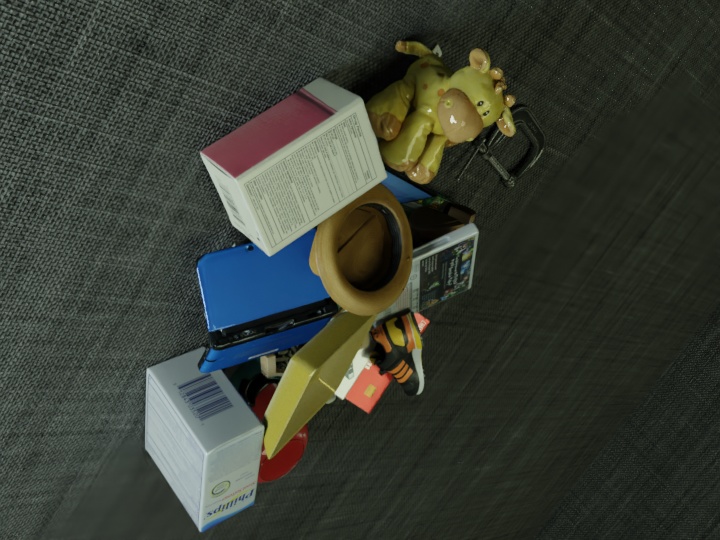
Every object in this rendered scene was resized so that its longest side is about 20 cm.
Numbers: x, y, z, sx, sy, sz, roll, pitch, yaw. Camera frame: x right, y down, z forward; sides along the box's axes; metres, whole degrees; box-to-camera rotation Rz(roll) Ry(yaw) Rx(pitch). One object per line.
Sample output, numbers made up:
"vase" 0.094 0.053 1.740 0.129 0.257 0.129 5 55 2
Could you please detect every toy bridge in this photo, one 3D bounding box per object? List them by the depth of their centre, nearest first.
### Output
"toy bridge" -0.067 0.139 1.507 0.198 0.027 0.068 -14 115 -32

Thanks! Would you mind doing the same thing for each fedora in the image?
"fedora" -0.010 -0.031 1.328 0.199 0.081 0.203 6 82 -46

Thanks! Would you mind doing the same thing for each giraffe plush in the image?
"giraffe plush" 0.126 -0.223 1.289 0.172 0.161 0.202 28 79 -43

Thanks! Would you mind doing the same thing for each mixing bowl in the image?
"mixing bowl" -0.164 0.292 1.638 0.199 0.108 0.201 -30 144 -24

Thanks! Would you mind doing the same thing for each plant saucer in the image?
"plant saucer" -0.069 0.153 1.390 0.200 0.048 0.201 -41 163 -51

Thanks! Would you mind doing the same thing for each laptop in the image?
"laptop" -0.008 -0.069 1.415 0.177 0.103 0.201 20 102 -55

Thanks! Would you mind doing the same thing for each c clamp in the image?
"c clamp" 0.252 -0.203 1.650 0.172 0.027 0.199 -56 146 7

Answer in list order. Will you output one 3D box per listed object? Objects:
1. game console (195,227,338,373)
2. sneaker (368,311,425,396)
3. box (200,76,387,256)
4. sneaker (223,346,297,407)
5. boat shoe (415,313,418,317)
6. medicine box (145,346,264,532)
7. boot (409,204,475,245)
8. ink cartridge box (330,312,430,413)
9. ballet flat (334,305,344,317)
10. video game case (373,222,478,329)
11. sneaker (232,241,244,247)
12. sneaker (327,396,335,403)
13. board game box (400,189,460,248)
"game console" -0.144 0.044 1.354 0.198 0.119 0.171 -15 161 -27
"sneaker" 0.058 0.147 1.585 0.089 0.070 0.201 -13 140 -6
"box" -0.084 -0.138 1.223 0.199 0.109 0.129 -35 130 -17
"sneaker" -0.133 0.135 1.520 0.200 0.080 0.071 -48 145 4
"boat shoe" 0.070 0.060 1.680 0.067 0.072 0.202 1 116 2
"medicine box" -0.241 0.256 1.435 0.102 0.182 0.201 -21 141 -32
"boot" 0.120 -0.026 1.574 0.200 0.076 0.157 -24 135 -64
"ink cartridge box" 0.014 0.128 1.599 0.176 0.045 0.201 35 87 -27
"ballet flat" 0.000 0.000 1.484 0.199 0.069 0.063 -39 179 26
"video game case" 0.098 0.013 1.489 0.180 0.024 0.201 -24 154 -9
"sneaker" -0.147 0.036 1.412 0.199 0.074 0.116 23 110 -46
"sneaker" -0.040 0.142 1.642 0.078 0.079 0.202 -10 132 -41
"board game box" 0.097 -0.087 1.578 0.105 0.023 0.199 -52 154 13
